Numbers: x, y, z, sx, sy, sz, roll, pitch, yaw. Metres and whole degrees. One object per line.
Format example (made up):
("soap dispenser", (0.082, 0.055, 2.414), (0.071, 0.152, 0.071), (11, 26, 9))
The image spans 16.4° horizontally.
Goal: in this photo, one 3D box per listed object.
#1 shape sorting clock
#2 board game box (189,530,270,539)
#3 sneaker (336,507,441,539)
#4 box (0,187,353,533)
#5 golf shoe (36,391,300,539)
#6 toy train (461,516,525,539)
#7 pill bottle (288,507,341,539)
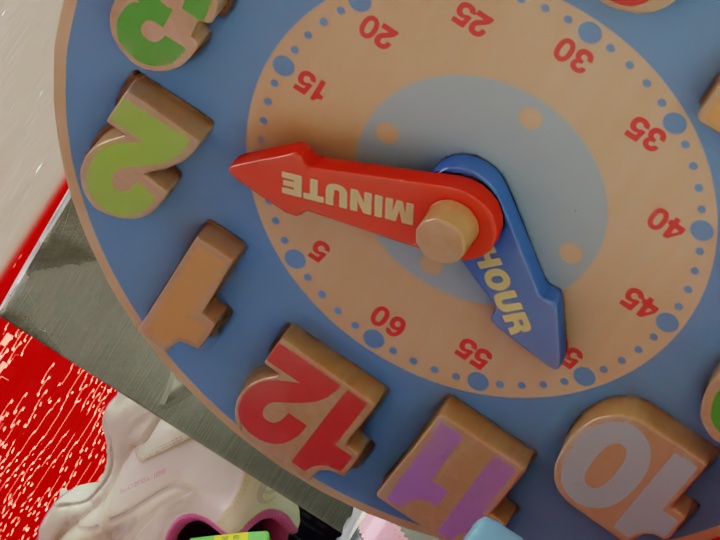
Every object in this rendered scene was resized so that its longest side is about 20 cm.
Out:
("shape sorting clock", (0.025, -0.017, 0.536), (0.200, 0.200, 0.039), (-56, 1, 43))
("board game box", (-0.033, 0.156, 0.716), (0.200, 0.029, 0.135), (-118, 23, -87))
("sneaker", (0.044, 0.075, 0.690), (0.082, 0.070, 0.200), (0, 65, 54))
("box", (0.000, 0.000, 0.866), (0.158, 0.200, 0.048), (-57, -1, 5))
("golf shoe", (-0.077, 0.113, 0.987), (0.092, 0.075, 0.200), (66, 148, 31))
("toy train", (-0.002, 0.144, 0.528), (0.114, 0.087, 0.200), (-48, -7, -42))
("pill bottle", (0.002, 0.066, 1.031), (0.116, 0.116, 0.200), (-60, 2, -37))
